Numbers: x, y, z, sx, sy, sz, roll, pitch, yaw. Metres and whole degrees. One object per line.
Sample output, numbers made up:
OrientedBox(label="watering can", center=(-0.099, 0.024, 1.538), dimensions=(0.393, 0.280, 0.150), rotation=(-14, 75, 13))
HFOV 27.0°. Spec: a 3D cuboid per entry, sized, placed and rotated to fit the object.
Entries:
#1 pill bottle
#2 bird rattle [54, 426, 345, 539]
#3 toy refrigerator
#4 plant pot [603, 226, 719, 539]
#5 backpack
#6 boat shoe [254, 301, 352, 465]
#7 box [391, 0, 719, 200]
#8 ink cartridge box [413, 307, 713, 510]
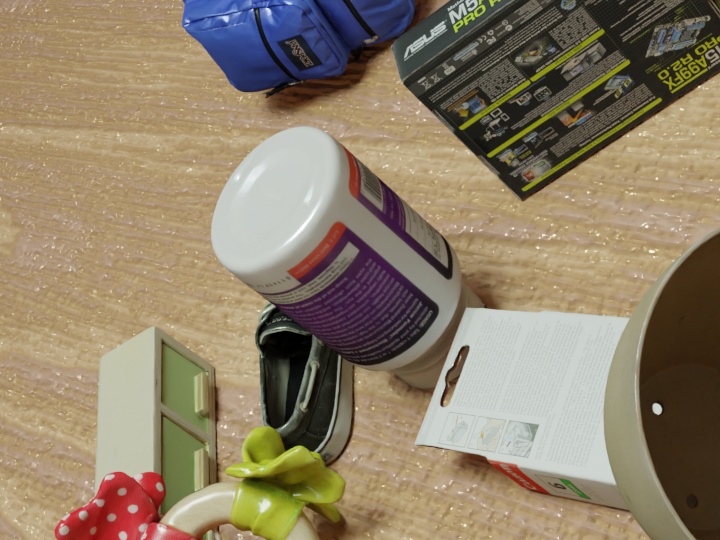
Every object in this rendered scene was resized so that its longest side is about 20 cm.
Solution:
OrientedBox(label="pill bottle", center=(0.000, 0.000, 1.031), dimensions=(0.111, 0.200, 0.112), rotation=(-25, 45, 28))
OrientedBox(label="bird rattle", center=(-0.098, 0.195, 1.017), dimensions=(0.198, 0.113, 0.165), rotation=(-21, 81, -7))
OrientedBox(label="toy refrigerator", center=(-0.156, 0.149, 1.167), dimensions=(0.070, 0.076, 0.202), rotation=(-30, 44, 24))
OrientedBox(label="plant pot", center=(0.210, 0.085, 0.802), dimensions=(0.134, 0.198, 0.202), rotation=(133, 160, -68))
OrientedBox(label="backpack", center=(-0.047, -0.251, 1.307), dimensions=(0.198, 0.162, 0.170), rotation=(-10, 63, 23))
OrientedBox(label="boat shoe", center=(-0.044, 0.049, 1.143), dimensions=(0.070, 0.064, 0.202), rotation=(-28, 45, 26))
OrientedBox(label="box", center=(0.145, -0.155, 1.042), dimensions=(0.199, 0.160, 0.045), rotation=(-34, 44, 21))
OrientedBox(label="ink cartridge box", center=(0.135, 0.086, 0.956), dimensions=(0.199, 0.050, 0.110), rotation=(4, 64, 46))
